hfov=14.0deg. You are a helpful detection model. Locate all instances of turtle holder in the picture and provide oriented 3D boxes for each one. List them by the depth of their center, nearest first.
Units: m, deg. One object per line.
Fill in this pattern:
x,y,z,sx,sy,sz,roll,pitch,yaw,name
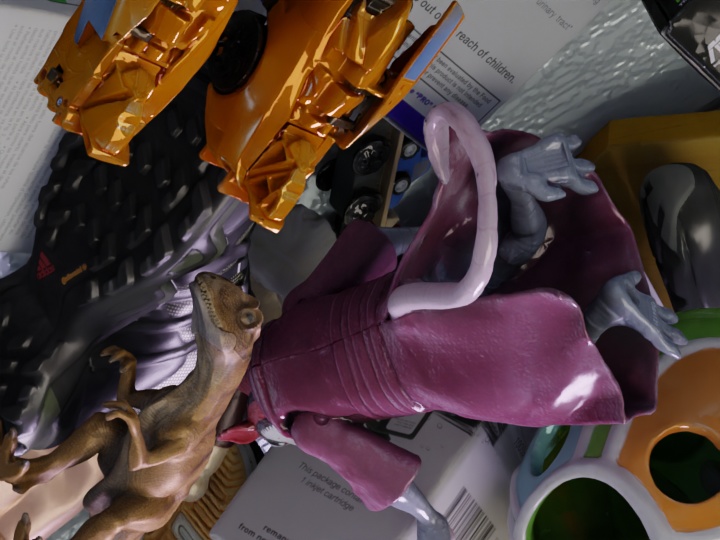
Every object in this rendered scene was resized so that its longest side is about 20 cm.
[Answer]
0.116,0.097,1.200,0.185,0.141,0.132,-16,-174,44,turtle holder

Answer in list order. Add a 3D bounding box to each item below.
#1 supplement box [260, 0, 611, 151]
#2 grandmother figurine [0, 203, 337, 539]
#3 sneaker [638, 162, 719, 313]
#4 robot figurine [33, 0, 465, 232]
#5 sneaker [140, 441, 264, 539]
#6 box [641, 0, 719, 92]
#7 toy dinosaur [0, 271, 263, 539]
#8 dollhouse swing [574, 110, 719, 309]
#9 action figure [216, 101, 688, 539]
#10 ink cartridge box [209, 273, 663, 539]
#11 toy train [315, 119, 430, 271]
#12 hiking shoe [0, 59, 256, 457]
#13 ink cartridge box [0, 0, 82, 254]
0.054,-0.156,1.086,0.200,0.101,0.103,-44,140,11,supplement box
-0.094,0.039,1.208,0.200,0.061,0.121,-37,123,2,grandmother figurine
0.179,0.015,1.293,0.079,0.075,0.200,-22,137,9,sneaker
-0.009,-0.112,0.952,0.145,0.058,0.200,21,115,-38,robot figurine
-0.071,0.130,1.316,0.088,0.076,0.200,-14,146,-34,sneaker
0.185,-0.166,1.111,0.048,0.193,0.200,42,103,-14,box
-0.086,0.083,1.097,0.106,0.060,0.200,-11,148,-33,toy dinosaur
0.214,-0.062,1.347,0.182,0.176,0.200,-67,151,-29,dollhouse swing
0.016,0.034,1.117,0.200,0.134,0.149,-23,159,31,action figure
0.045,0.078,1.271,0.200,0.084,0.146,-54,147,-14,ink cartridge box
0.000,0.000,1.257,0.046,0.034,0.200,-16,137,-27,toy train
-0.072,-0.007,1.103,0.101,0.076,0.200,1,140,-49,hiking shoe
-0.122,-0.062,1.095,0.200,0.050,0.109,6,126,-42,ink cartridge box
